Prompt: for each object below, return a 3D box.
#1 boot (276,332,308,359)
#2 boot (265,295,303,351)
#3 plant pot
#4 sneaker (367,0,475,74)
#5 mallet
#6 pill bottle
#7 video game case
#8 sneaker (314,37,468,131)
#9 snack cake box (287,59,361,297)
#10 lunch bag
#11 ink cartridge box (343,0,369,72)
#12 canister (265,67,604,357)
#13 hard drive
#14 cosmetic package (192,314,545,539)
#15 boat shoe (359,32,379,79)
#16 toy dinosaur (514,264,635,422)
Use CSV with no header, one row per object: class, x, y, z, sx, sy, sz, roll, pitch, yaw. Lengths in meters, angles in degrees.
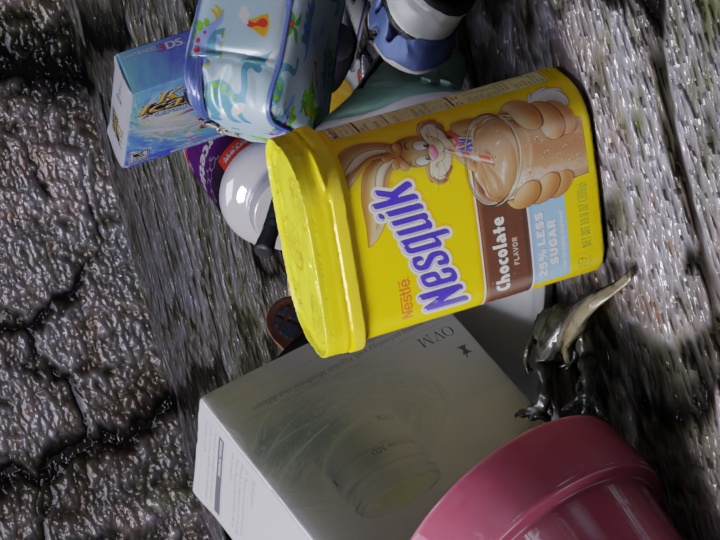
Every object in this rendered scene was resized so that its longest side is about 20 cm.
boot,-0.001,0.001,1.841,0.073,0.197,0.163,-84,-27,-70
boot,0.014,0.087,1.954,0.199,0.075,0.097,26,166,7
plant pot,0.147,0.224,1.535,0.179,0.200,0.201,45,153,33
sneaker,0.046,-0.247,1.625,0.115,0.080,0.200,141,120,-61
mallet,-0.046,-0.105,1.836,0.066,0.041,0.201,112,175,-57
pill bottle,-0.095,-0.096,2.281,0.200,0.112,0.113,-128,25,-57
video game case,-0.123,-0.169,2.120,0.181,0.199,0.046,111,138,-70
sneaker,0.061,-0.126,1.686,0.200,0.118,0.074,-2,134,42
snack cake box,-0.023,-0.066,1.998,0.115,0.067,0.201,124,147,-72
lunch bag,-0.060,-0.192,1.715,0.161,0.082,0.201,17,-98,-74
ink cartridge box,-0.012,-0.290,1.860,0.197,0.043,0.201,108,143,-63
canister,0.051,-0.041,1.547,0.087,0.199,0.149,-130,27,-60
hard drive,0.074,0.025,1.733,0.201,0.131,0.027,88,-156,-47
cosmetic package,0.020,0.149,1.662,0.200,0.199,0.123,49,151,28
boat shoe,0.009,-0.086,1.901,0.075,0.092,0.201,161,94,-77
toy dinosaur,0.140,0.056,1.601,0.200,0.047,0.089,138,142,-74
